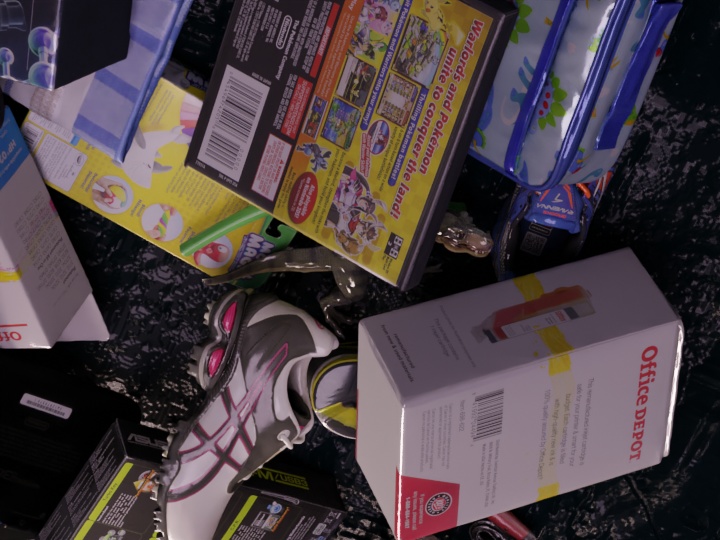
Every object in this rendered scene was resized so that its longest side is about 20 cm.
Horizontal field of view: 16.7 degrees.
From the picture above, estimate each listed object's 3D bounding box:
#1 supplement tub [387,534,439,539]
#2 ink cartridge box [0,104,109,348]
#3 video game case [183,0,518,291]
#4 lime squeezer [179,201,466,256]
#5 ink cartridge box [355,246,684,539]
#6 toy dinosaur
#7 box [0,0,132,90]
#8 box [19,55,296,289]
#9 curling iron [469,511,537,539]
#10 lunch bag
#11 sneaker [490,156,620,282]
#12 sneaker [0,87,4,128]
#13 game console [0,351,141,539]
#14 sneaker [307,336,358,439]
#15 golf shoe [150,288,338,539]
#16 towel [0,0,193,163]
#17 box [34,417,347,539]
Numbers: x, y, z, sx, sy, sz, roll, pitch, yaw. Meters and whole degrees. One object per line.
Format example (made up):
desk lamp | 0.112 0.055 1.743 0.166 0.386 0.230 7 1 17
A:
supplement tub | -0.009 0.285 1.788 0.200 0.123 0.123 -33 110 9
ink cartridge box | -0.264 -0.010 1.684 0.115 0.068 0.200 -2 127 29
video game case | -0.010 -0.114 1.566 0.180 0.025 0.200 30 117 20
lime squeezer | -0.024 -0.049 1.649 0.199 0.038 0.071 -9 161 -10
ink cartridge box | 0.103 0.082 1.631 0.199 0.084 0.145 -15 137 -15
toy dinosaur | 0.000 0.000 1.678 0.199 0.048 0.088 -13 144 13
box | -0.248 -0.214 1.538 0.199 0.107 0.149 15 111 17
box | -0.128 -0.079 1.674 0.200 0.048 0.117 31 116 -7
curling iron | 0.052 0.153 1.784 0.200 0.026 0.050 43 111 -15
lunch bag | 0.117 -0.160 1.541 0.161 0.082 0.200 39 122 32
sneaker | 0.137 -0.060 1.635 0.075 0.079 0.201 12 118 -1
sneaker | -0.318 -0.121 1.607 0.200 0.083 0.072 15 121 43
game console | -0.287 0.129 1.756 0.200 0.116 0.176 24 95 -50
sneaker | 0.047 0.086 1.730 0.200 0.085 0.075 20 105 -28
golf shoe | -0.082 0.113 1.650 0.088 0.077 0.201 20 105 10
towel | -0.213 -0.178 1.609 0.200 0.024 0.147 32 116 11
box | -0.140 0.211 1.785 0.193 0.048 0.200 18 121 -30
